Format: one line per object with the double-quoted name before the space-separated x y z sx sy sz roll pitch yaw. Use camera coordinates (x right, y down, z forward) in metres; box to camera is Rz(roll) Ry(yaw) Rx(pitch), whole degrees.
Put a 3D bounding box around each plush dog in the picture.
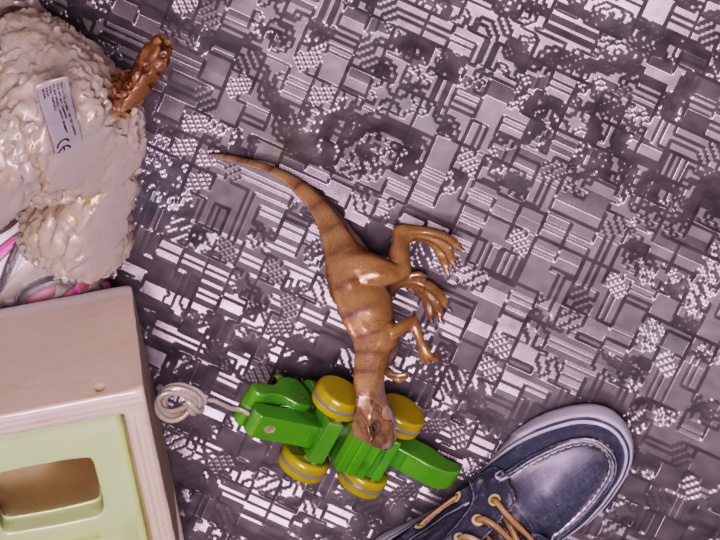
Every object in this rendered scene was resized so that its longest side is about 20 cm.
"plush dog" -0.197 -0.104 1.372 0.172 0.199 0.161 44 107 29

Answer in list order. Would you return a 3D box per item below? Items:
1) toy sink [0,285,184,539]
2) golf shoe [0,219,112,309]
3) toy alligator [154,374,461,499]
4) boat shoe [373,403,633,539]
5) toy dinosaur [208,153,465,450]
"toy sink" -0.173 0.129 1.442 0.129 0.112 0.201 -10 125 -4
"golf shoe" -0.248 0.022 1.487 0.199 0.073 0.093 -28 87 7
"toy alligator" -0.032 0.083 1.465 0.199 0.054 0.060 17 118 -24
"boat shoe" 0.077 0.160 1.476 0.200 0.091 0.071 -37 101 15
"toy dinosaur" 0.000 0.000 1.445 0.106 0.060 0.201 -10 68 -29
